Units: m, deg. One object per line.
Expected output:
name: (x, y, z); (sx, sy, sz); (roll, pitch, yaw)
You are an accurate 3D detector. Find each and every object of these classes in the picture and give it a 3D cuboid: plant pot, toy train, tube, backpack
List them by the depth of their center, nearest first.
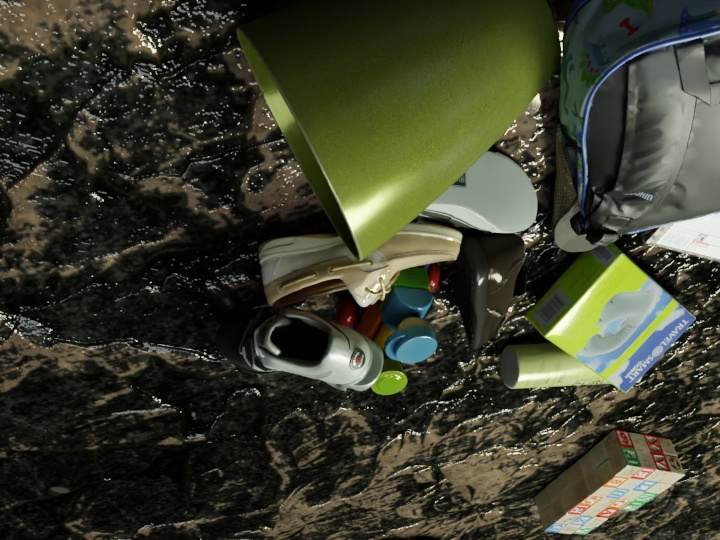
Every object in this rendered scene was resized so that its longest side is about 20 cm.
backpack: (0.227, -0.137, 0.636); (0.180, 0.149, 0.201); (-10, 150, 11)
plant pot: (0.040, -0.138, 0.661); (0.198, 0.188, 0.188); (-29, 140, -4)
toy train: (0.021, 0.080, 0.937); (0.083, 0.117, 0.201); (7, 136, -20)
tube: (0.267, 0.111, 1.085); (0.197, 0.053, 0.058); (-1, 168, -19)

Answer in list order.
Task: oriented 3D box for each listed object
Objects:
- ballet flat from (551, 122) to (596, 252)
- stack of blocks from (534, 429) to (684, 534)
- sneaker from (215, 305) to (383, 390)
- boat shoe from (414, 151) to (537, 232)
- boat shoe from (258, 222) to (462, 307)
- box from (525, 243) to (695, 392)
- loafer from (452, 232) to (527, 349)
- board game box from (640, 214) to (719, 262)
ballet flat: (0.209, -0.086, 0.851); (0.066, 0.047, 0.201); (-12, 144, 7)
stack of blocks: (0.367, 0.321, 1.339); (0.114, 0.059, 0.201); (13, 134, -27)
sneaker: (-0.079, 0.064, 0.877); (0.198, 0.075, 0.088); (4, 162, 36)
boat shoe: (0.077, -0.075, 0.818); (0.198, 0.072, 0.063); (10, 169, -35)
boat shoe: (0.000, 0.000, 0.843); (0.197, 0.070, 0.074); (-7, 167, 18)
box: (0.287, 0.056, 1.001); (0.199, 0.048, 0.122); (31, 106, -38)
loafer: (0.136, 0.023, 0.907); (0.070, 0.074, 0.200); (-15, 158, -1)
board game box: (0.360, -0.109, 0.810); (0.157, 0.098, 0.201); (11, 135, -24)
